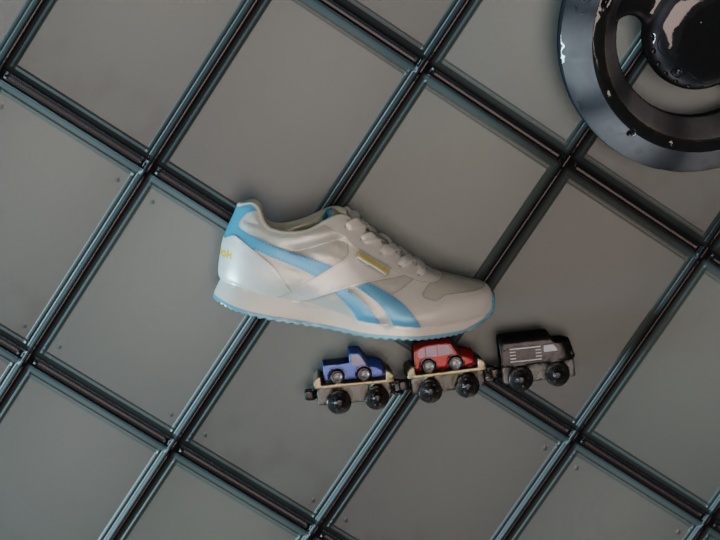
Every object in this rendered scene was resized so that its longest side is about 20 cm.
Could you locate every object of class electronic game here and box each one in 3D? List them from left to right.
[{"bbox_3d":[0.235,-0.167,1.287,0.199,0.042,0.201,-3,109,-9],"label":"electronic game"}]

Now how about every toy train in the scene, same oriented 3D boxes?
[{"bbox_3d":[0.057,0.070,1.341,0.199,0.034,0.046,-7,100,-3],"label":"toy train"}]

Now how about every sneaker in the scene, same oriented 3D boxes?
[{"bbox_3d":[0.000,0.000,1.301,0.199,0.077,0.081,8,100,-8],"label":"sneaker"}]
